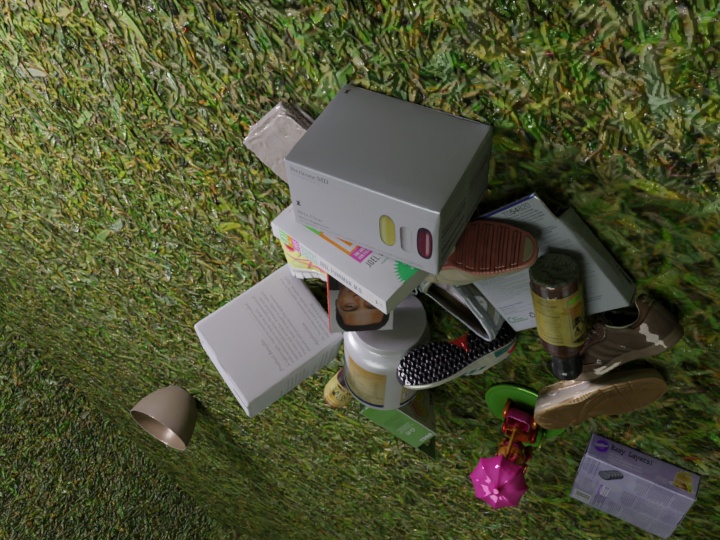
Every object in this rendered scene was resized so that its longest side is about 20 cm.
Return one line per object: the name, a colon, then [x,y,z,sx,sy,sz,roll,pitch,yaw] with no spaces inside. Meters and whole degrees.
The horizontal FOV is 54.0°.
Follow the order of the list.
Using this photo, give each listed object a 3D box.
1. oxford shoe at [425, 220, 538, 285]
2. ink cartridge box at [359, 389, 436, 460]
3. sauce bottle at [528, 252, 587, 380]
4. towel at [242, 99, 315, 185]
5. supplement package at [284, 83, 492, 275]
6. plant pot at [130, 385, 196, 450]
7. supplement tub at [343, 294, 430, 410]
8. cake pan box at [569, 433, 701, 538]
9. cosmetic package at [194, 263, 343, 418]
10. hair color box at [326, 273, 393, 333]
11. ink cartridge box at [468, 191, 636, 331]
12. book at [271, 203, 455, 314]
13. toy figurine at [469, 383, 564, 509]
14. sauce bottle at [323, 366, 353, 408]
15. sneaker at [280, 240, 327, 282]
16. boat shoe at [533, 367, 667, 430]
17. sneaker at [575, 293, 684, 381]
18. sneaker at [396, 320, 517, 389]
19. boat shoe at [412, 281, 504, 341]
oxford shoe: [0.146,-0.017,0.914,0.199,0.071,0.074,0,159,41]
ink cartridge box: [0.090,0.263,1.337,0.200,0.104,0.059,36,120,-22]
sauce bottle: [0.258,0.066,0.909,0.064,0.065,0.201,11,143,31]
towel: [-0.068,-0.150,1.013,0.200,0.035,0.132,44,147,-19]
supplement package: [0.036,-0.114,0.852,0.199,0.156,0.111,21,146,19]
plant pot: [-0.576,0.430,2.144,0.199,0.135,0.201,23,148,16]
supplement tub: [0.043,0.132,1.188,0.144,0.145,0.201,23,147,15]
cake pan box: [0.472,0.382,1.237,0.183,0.052,0.201,21,146,23]
cosmetic package: [-0.159,0.126,1.240,0.165,0.199,0.165,53,164,12]
hair color box: [0.000,0.000,1.023,0.101,0.062,0.201,-4,133,-3]
ink cartridge box: [0.223,-0.013,0.933,0.200,0.041,0.199,45,146,-17]
book: [0.001,-0.042,0.896,0.199,0.134,0.048,33,150,28]
toy figurine: [0.255,0.329,1.229,0.149,0.185,0.201,19,146,21]
sauce bottle: [-0.022,0.226,1.448,0.066,0.066,0.200,33,147,0]
sneaker: [-0.057,-0.035,1.120,0.199,0.078,0.091,-2,127,40]
boat shoe: [0.349,0.174,1.048,0.199,0.069,0.074,-23,125,29]
sneaker: [0.341,0.088,0.959,0.076,0.070,0.200,53,144,3]
sneaker: [0.154,0.144,1.095,0.094,0.199,0.071,68,176,-51]
boat shoe: [0.125,0.027,1.047,0.201,0.065,0.075,35,148,3]
